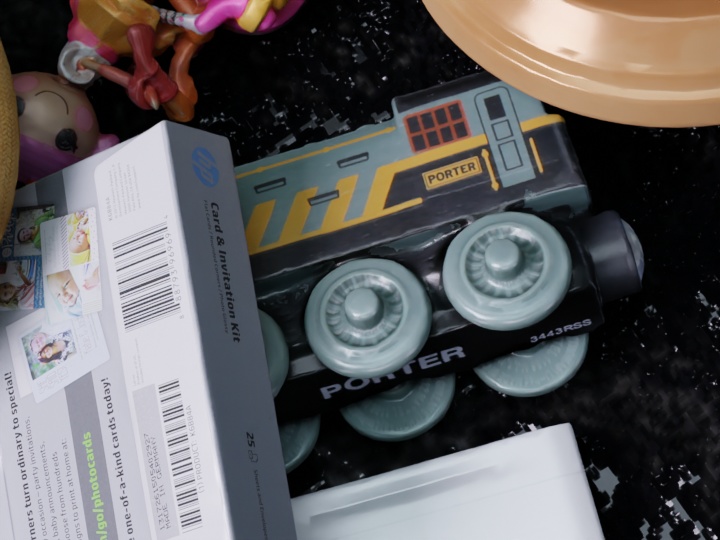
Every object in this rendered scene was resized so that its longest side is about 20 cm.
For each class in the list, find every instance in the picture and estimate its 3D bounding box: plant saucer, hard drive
[{"bbox_3d":[0.114,-0.142,0.960,0.200,0.037,0.200,-2,56,2],"label":"plant saucer"},{"bbox_3d":[0.039,0.168,0.920,0.132,0.027,0.200,-16,72,2],"label":"hard drive"}]

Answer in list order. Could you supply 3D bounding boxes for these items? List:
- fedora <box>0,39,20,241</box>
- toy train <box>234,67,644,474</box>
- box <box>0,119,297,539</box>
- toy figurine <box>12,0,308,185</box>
[{"bbox_3d":[-0.213,-0.047,0.888,0.200,0.082,0.201,1,83,-6],"label":"fedora"},{"bbox_3d":[0.000,0.000,0.948,0.200,0.085,0.114,-18,61,4],"label":"toy train"},{"bbox_3d":[-0.121,0.054,0.918,0.200,0.041,0.156,-21,70,31],"label":"box"},{"bbox_3d":[-0.116,-0.095,0.982,0.200,0.150,0.184,33,94,-10],"label":"toy figurine"}]
